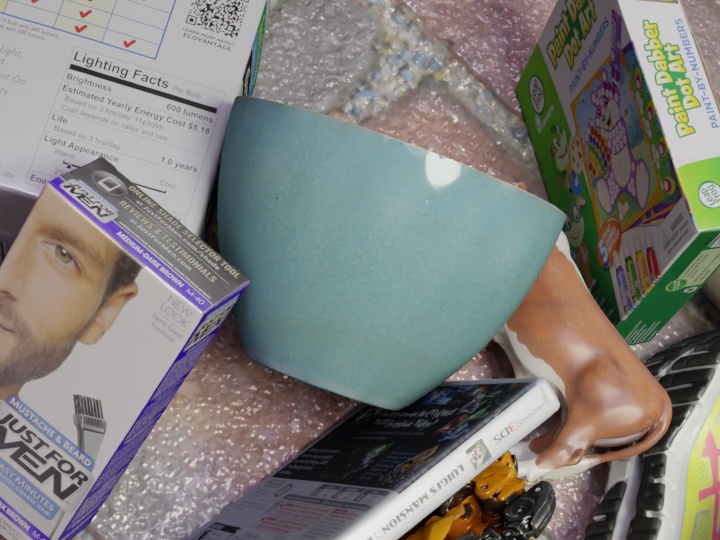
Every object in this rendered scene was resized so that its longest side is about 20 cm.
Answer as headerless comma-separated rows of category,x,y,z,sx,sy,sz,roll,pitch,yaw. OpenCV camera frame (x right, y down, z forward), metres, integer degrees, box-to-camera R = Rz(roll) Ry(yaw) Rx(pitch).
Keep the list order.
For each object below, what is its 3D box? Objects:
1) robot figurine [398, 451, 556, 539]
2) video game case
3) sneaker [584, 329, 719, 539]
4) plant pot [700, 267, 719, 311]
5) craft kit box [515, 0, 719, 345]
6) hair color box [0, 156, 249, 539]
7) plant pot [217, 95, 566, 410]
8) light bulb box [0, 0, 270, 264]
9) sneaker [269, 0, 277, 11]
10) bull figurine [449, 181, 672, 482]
robot figurine,0.016,0.166,0.856,0.199,0.145,0.059,-33,117,-26
video game case,-0.006,0.119,0.851,0.181,0.200,0.023,-36,98,-21
sneaker,0.201,0.128,0.958,0.090,0.078,0.201,39,57,-22
plant pot,0.312,0.009,0.969,0.200,0.201,0.183,-39,68,-22
craft kit box,0.162,-0.077,0.958,0.048,0.200,0.199,-8,69,-12
hair color box,-0.159,0.052,0.851,0.109,0.201,0.065,38,25,7
plant pot,0.000,0.000,0.880,0.198,0.200,0.136,20,89,-2
light bulb box,-0.170,-0.105,0.949,0.196,0.125,0.202,16,65,-3
sneaker,-0.114,-0.252,1.057,0.200,0.080,0.086,48,56,2
bull figurine,0.104,0.040,0.961,0.121,0.065,0.201,-33,58,-2
